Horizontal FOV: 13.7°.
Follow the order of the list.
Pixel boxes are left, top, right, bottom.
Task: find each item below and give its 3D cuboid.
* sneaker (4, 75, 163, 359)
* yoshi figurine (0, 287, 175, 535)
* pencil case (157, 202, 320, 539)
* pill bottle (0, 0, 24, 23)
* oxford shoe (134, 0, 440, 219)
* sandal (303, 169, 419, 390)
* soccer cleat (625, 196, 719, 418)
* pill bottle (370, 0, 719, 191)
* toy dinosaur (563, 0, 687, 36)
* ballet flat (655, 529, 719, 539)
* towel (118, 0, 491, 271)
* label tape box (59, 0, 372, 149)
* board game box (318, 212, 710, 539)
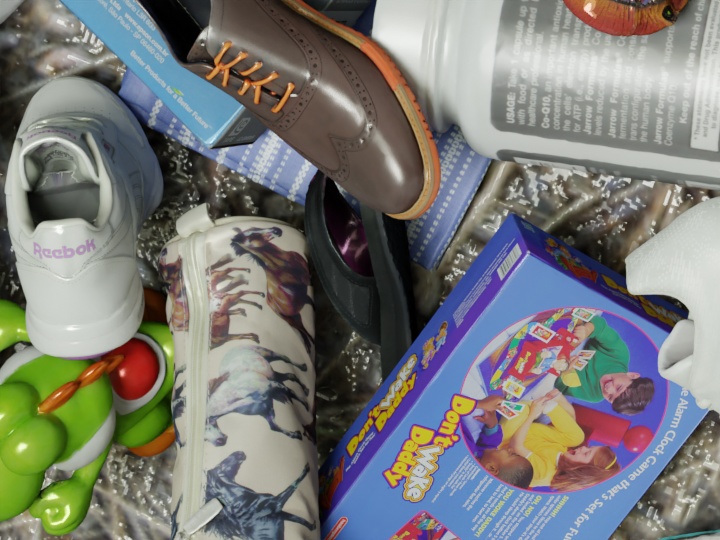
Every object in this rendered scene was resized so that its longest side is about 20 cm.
[{"bbox_3d":[-0.139,-0.049,1.495,0.075,0.200,0.100,-8,129,-2],"label":"sneaker"},{"bbox_3d":[-0.159,0.074,1.525,0.112,0.200,0.112,17,104,15],"label":"yoshi figurine"},{"bbox_3d":[-0.061,0.072,1.471,0.078,0.089,0.200,-11,67,23],"label":"pencil case"},{"bbox_3d":[-0.255,-0.216,1.558,0.200,0.116,0.116,42,109,8],"label":"pill bottle"},{"bbox_3d":[-0.045,-0.093,1.419,0.200,0.073,0.071,45,129,17],"label":"oxford shoe"},{"bbox_3d":[0.000,0.001,1.502,0.048,0.075,0.200,-6,114,5],"label":"sandal"},{"bbox_3d":[0.197,0.051,1.446,0.086,0.070,0.200,-26,114,15],"label":"soccer cleat"},{"bbox_3d":[0.111,-0.104,1.444,0.200,0.113,0.113,9,101,12],"label":"pill bottle"},{"bbox_3d":[0.101,-0.192,1.409,0.200,0.105,0.182,-8,69,51],"label":"toy dinosaur"},{"bbox_3d":[0.216,0.153,1.451,0.200,0.072,0.072,-14,94,37],"label":"ballet flat"},{"bbox_3d":[-0.016,-0.105,1.548,0.200,0.024,0.145,29,105,11],"label":"towel"},{"bbox_3d":[-0.053,-0.181,1.497,0.144,0.063,0.200,45,109,14],"label":"label tape box"},{"bbox_3d":[0.075,0.087,1.496,0.134,0.045,0.200,29,109,-22],"label":"board game box"}]
